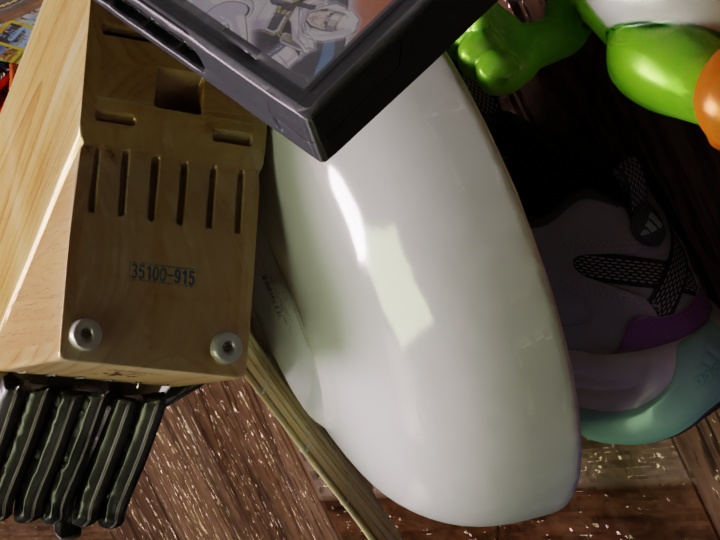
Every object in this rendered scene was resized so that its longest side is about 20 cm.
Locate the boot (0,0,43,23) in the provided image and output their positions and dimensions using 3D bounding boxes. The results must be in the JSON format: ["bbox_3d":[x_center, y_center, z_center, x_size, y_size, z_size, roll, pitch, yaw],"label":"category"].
[{"bbox_3d":[-0.110,-0.169,0.756,0.097,0.075,0.200,39,134,-18],"label":"boot"}]

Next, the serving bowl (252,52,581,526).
[{"bbox_3d":[0.000,0.000,0.708,0.200,0.066,0.201,159,90,-79],"label":"serving bowl"}]

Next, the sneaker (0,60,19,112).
[{"bbox_3d":[-0.114,-0.058,0.818,0.079,0.199,0.076,118,160,-52],"label":"sneaker"}]

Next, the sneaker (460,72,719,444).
[{"bbox_3d":[0.052,-0.008,0.810,0.200,0.078,0.140,-8,108,51],"label":"sneaker"}]

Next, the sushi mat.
[{"bbox_3d":[-0.031,0.033,0.799,0.200,0.012,0.096,57,-173,-49],"label":"sushi mat"}]

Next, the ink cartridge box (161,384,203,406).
[{"bbox_3d":[-0.054,0.013,0.969,0.039,0.099,0.200,57,153,6],"label":"ink cartridge box"}]

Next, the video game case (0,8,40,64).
[{"bbox_3d":[-0.147,-0.129,0.936,0.200,0.181,0.023,-24,56,62],"label":"video game case"}]

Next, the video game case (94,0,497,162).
[{"bbox_3d":[-0.005,-0.146,0.623,0.181,0.200,0.026,36,162,30],"label":"video game case"}]

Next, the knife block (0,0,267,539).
[{"bbox_3d":[-0.099,-0.010,0.708,0.175,0.064,0.201,-8,76,60],"label":"knife block"}]

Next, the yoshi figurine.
[{"bbox_3d":[0.068,-0.114,0.650,0.200,0.112,0.112,36,135,42],"label":"yoshi figurine"}]
